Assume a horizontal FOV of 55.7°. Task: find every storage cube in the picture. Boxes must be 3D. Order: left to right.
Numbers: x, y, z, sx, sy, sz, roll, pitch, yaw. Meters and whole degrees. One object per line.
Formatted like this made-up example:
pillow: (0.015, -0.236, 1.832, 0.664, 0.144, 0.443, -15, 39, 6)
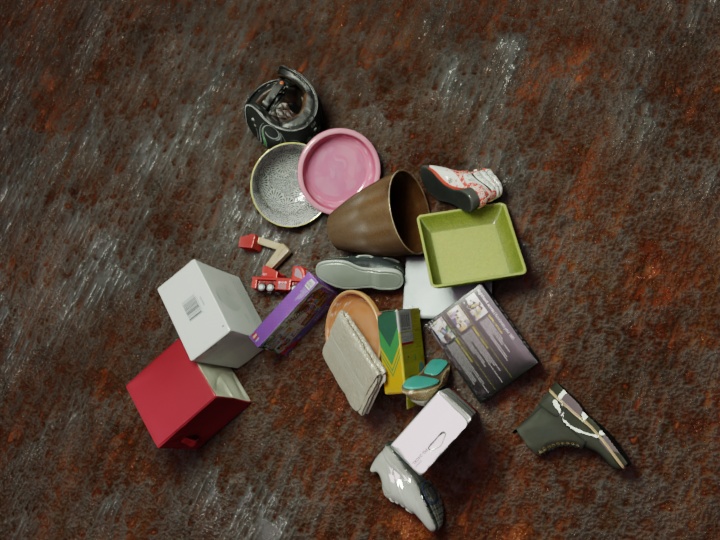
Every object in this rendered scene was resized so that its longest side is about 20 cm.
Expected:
storage cube: (-0.395, 0.289, 1.583, 0.179, 0.171, 0.200, -41, 66, 5)

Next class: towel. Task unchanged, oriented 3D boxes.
towel: (-0.015, 0.195, 1.450, 0.201, 0.034, 0.133, 55, 134, 38)

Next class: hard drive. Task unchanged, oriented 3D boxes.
hard drive: (0.194, 0.039, 1.496, 0.198, 0.033, 0.141, 0, 77, 21)

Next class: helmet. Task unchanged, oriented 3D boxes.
helmet: (-0.187, -0.384, 1.663, 0.198, 0.191, 0.202, 1, 83, -10)

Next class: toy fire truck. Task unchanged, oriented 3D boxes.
toy fire truck: (-0.206, -0.014, 1.653, 0.198, 0.049, 0.143, 2, 77, 21)

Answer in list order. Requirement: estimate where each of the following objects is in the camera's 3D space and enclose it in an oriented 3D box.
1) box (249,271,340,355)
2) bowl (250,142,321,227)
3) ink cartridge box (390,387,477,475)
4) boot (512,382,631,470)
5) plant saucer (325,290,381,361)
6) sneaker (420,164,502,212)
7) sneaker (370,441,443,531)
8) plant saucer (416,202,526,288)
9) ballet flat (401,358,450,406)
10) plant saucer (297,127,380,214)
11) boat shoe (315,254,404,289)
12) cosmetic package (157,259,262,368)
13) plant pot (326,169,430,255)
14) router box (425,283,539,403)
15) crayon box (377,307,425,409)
box: (-0.146, 0.102, 1.553, 0.200, 0.137, 0.039, -47, 65, 4)
bowl: (-0.173, -0.215, 1.646, 0.201, 0.200, 0.094, -48, 25, 3)
ink cartridge box: (0.151, 0.312, 1.348, 0.083, 0.200, 0.145, 42, 93, 16)
boot: (0.408, 0.338, 1.325, 0.138, 0.077, 0.200, -47, 53, 9)
plant saucer: (-0.007, 0.144, 1.501, 0.199, 0.037, 0.203, 1, 91, 51)
sneaker: (0.229, -0.198, 1.530, 0.107, 0.068, 0.201, -24, 37, -22)
sneaker: (0.098, 0.458, 1.418, 0.087, 0.074, 0.200, -48, 59, 17)
plant saucer: (0.232, -0.044, 1.451, 0.197, 0.048, 0.201, -9, 52, 1)
ballet flat: (0.137, 0.239, 1.386, 0.070, 0.200, 0.066, 8, 103, 27)
plant saucer: (-0.053, -0.233, 1.598, 0.201, 0.200, 0.051, -50, 23, 3)
boat shoe: (0.000, 0.000, 1.529, 0.198, 0.076, 0.061, 10, 37, -1)
cosmetic package: (-0.336, 0.107, 1.590, 0.123, 0.200, 0.200, -37, 67, 11)
plant pot: (0.030, -0.109, 1.532, 0.198, 0.186, 0.189, -12, 72, 32)
router box: (0.252, 0.150, 1.413, 0.149, 0.051, 0.201, -37, 77, 14)
crayon box: (0.090, 0.182, 1.432, 0.050, 0.127, 0.202, -8, 85, 25)
